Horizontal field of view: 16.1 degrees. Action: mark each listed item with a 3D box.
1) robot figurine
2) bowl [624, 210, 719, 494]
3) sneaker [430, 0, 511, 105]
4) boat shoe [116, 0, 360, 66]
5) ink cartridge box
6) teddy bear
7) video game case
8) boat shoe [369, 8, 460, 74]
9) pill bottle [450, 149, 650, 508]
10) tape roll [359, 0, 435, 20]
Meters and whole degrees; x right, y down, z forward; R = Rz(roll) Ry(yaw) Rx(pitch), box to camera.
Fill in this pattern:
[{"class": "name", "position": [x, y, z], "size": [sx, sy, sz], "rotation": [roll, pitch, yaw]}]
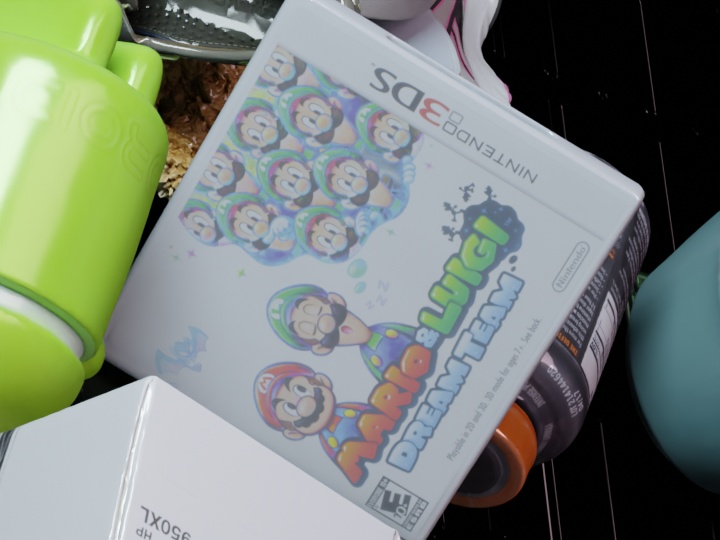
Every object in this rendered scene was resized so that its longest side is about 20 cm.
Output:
[{"class": "robot figurine", "position": [-0.150, -0.017, 1.034], "size": [0.175, 0.116, 0.200], "rotation": [53, 50, -59]}, {"class": "bowl", "position": [0.233, 0.055, 1.510], "size": [0.201, 0.105, 0.201], "rotation": [23, 57, -41]}, {"class": "sneaker", "position": [0.024, -0.112, 1.383], "size": [0.086, 0.080, 0.200], "rotation": [25, 45, -31]}, {"class": "boat shoe", "position": [-0.098, -0.134, 1.168], "size": [0.202, 0.060, 0.072], "rotation": [12, 89, -2]}, {"class": "ink cartridge box", "position": [-0.105, 0.131, 1.004], "size": [0.145, 0.200, 0.084], "rotation": [35, 49, -35]}, {"class": "teddy bear", "position": [-0.070, -0.118, 1.269], "size": [0.200, 0.067, 0.145], "rotation": [-39, 105, -50]}, {"class": "video game case", "position": [0.000, 0.000, 1.153], "size": [0.182, 0.200, 0.024], "rotation": [31, 18, -1]}, {"class": "boat shoe", "position": [0.022, -0.051, 1.288], "size": [0.074, 0.068, 0.199], "rotation": [-9, 63, -19]}, {"class": "pill bottle", "position": [0.080, 0.031, 1.343], "size": [0.106, 0.106, 0.200], "rotation": [49, 42, -22]}, {"class": "tape roll", "position": [-0.036, -0.204, 1.284], "size": [0.203, 0.037, 0.203], "rotation": [27, 28, -16]}]
